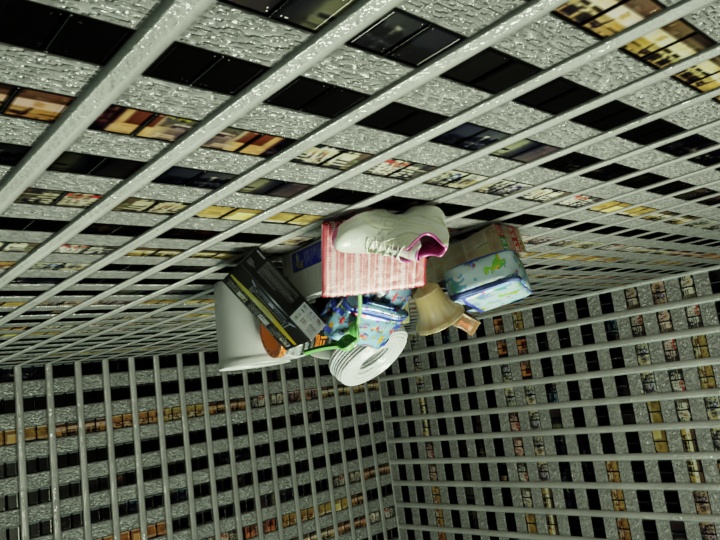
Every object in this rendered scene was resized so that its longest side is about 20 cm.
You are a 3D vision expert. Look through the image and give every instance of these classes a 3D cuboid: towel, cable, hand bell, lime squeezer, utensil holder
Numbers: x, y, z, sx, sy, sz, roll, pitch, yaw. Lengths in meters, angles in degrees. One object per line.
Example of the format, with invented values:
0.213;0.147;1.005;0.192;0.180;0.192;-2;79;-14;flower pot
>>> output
0.027;-0.028;1.175;0.197;0.147;0.023;-6;-154;-14;towel
0.017;0.184;1.541;0.200;0.070;0.199;-49;154;24;cable
0.109;0.009;1.260;0.103;0.202;0.104;-26;-166;7;hand bell
-0.029;0.113;1.281;0.200;0.070;0.038;-48;-174;34;lime squeezer
-0.260;0.125;1.574;0.167;0.203;0.170;-8;171;-1;utensil holder

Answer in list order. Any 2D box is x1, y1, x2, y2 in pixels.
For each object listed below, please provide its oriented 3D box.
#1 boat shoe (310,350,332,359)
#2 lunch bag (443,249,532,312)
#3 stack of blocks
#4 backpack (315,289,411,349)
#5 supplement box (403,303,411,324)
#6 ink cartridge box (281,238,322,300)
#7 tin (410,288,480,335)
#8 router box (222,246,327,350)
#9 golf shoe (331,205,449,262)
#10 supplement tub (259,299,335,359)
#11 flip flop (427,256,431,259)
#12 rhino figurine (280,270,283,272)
-0.041;0.181;1.666;0.197;0.072;0.064;-6;169;-10;boat shoe
0.262;0.028;1.380;0.159;0.084;0.200;-18;163;18;lunch bag
0.238;-0.026;1.426;0.199;0.059;0.114;-28;161;33;stack of blocks
0.021;0.039;1.329;0.181;0.136;0.201;18;130;-26;backpack
0.008;0.077;1.711;0.197;0.136;0.200;-10;170;16;supplement box
-0.087;-0.001;1.295;0.039;0.101;0.199;0;169;-35;ink cartridge box
0.175;0.079;1.425;0.111;0.042;0.200;33;-178;-30;tin
-0.173;0.061;1.319;0.052;0.200;0.157;-45;-172;-27;router box
0.052;-0.053;1.099;0.197;0.092;0.076;-10;138;-6;golf shoe
-0.118;0.125;1.498;0.198;0.124;0.122;-14;175;-36;supplement tub
0.102;-0.018;1.503;0.199;0.058;0.081;-32;164;27;flip flop
-0.185;0.025;1.439;0.197;0.061;0.087;11;179;-7;rhino figurine
